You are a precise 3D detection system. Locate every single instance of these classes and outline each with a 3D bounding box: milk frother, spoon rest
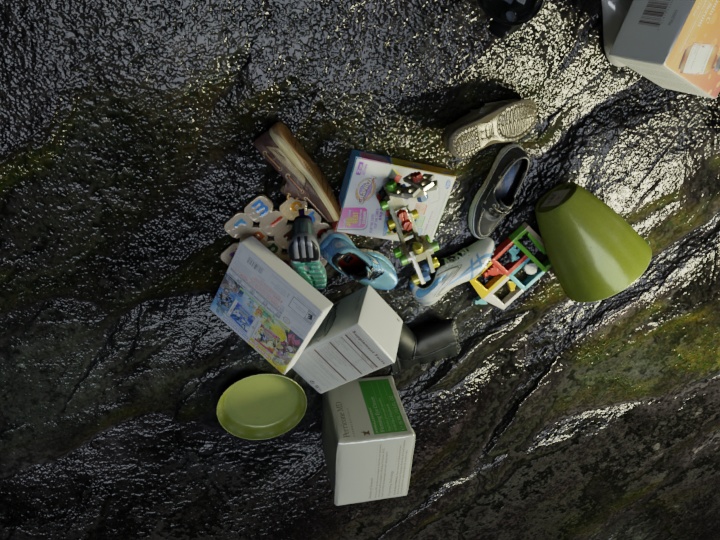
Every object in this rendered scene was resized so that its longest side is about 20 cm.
[{"bbox_3d":[0.220,-0.477,0.841,0.200,0.180,0.188,45,66,-4],"label":"milk frother"},{"bbox_3d":[0.455,-0.439,0.971,0.099,0.061,0.200,-37,136,11],"label":"spoon rest"}]

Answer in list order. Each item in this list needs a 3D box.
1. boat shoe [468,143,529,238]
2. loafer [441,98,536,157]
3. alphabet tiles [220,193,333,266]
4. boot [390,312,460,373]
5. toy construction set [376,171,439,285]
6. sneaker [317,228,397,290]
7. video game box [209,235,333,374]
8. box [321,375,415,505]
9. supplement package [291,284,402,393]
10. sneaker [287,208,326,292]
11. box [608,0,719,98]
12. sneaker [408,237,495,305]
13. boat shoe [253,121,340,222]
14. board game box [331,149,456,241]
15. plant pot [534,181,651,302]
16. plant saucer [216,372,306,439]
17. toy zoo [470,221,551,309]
[{"bbox_3d":[0.273,-0.142,1.095,0.070,0.066,0.200,13,117,-21],"label":"boat shoe"},{"bbox_3d":[0.228,-0.264,1.011,0.200,0.068,0.076,-22,127,-19],"label":"loafer"},{"bbox_3d":[-0.158,-0.051,1.075,0.195,0.015,0.200,-38,123,11],"label":"alphabet tiles"},{"bbox_3d":[0.132,0.141,1.235,0.162,0.073,0.199,-16,130,-2],"label":"boot"},{"bbox_3d":[0.086,-0.086,0.995,0.092,0.131,0.200,-11,123,-8],"label":"toy construction set"},{"bbox_3d":[0.000,0.000,1.096,0.200,0.090,0.078,27,111,-37],"label":"sneaker"},{"bbox_3d":[-0.170,0.067,1.044,0.200,0.047,0.182,40,122,9],"label":"video game box"},{"bbox_3d":[0.009,0.378,1.276,0.171,0.199,0.200,-4,121,-11],"label":"box"},{"bbox_3d":[-0.032,0.139,1.119,0.200,0.117,0.117,-29,115,31],"label":"supplement package"},{"bbox_3d":[-0.100,-0.026,1.063,0.074,0.088,0.200,1,146,-6],"label":"sneaker"},{"bbox_3d":[0.540,-0.395,0.938,0.200,0.106,0.153,5,113,-37],"label":"box"},{"bbox_3d":[0.189,-0.006,1.160,0.200,0.072,0.073,-38,115,7],"label":"sneaker"},{"bbox_3d":[-0.110,-0.159,0.989,0.072,0.072,0.200,-30,118,16],"label":"boat shoe"},{"bbox_3d":[0.061,-0.133,1.064,0.199,0.040,0.153,8,119,-19],"label":"board game box"},{"bbox_3d":[0.442,-0.071,1.133,0.187,0.187,0.200,-39,108,11],"label":"plant pot"},{"bbox_3d":[-0.221,0.300,1.271,0.199,0.031,0.200,-7,122,-11],"label":"plant saucer"},{"bbox_3d":[0.321,0.004,1.227,0.131,0.020,0.200,37,106,-30],"label":"toy zoo"}]
